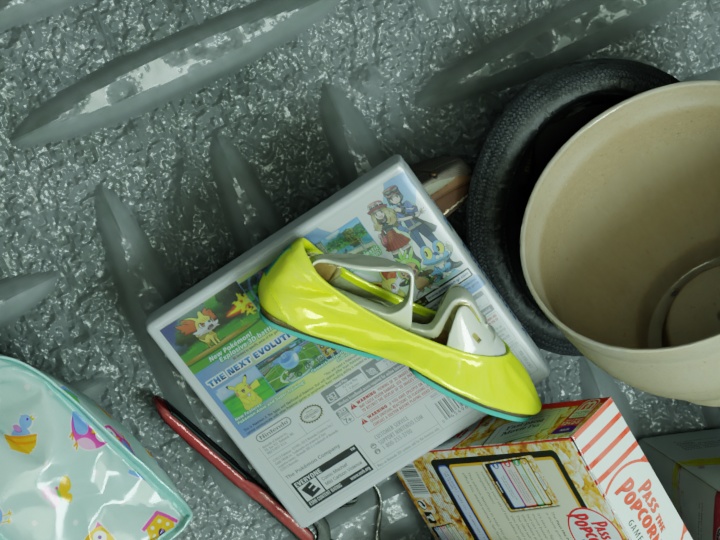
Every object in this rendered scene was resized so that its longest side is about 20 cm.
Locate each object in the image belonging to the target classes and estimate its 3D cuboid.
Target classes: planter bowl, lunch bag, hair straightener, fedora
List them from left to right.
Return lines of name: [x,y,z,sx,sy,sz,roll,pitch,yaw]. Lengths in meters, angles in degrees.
lunch bag: [-0.222,0.117,1.638,0.200,0.170,0.122,42,83,-15]
hair straightener: [-0.046,0.130,1.742,0.077,0.041,0.200,-45,105,0]
fedora: [0.149,-0.049,1.722,0.199,0.092,0.202,-3,108,-10]
planter bowl: [0.214,0.001,1.614,0.200,0.200,0.135,-37,138,-3]

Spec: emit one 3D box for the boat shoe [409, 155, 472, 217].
boat shoe: [0.000,0.000,1.715,0.200,0.076,0.072,-37,106,7]

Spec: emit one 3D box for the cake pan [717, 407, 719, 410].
cake pan: [0.297,0.028,1.710,0.037,0.200,0.201,35,92,-15]

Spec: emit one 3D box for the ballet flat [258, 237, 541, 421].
ballet flat: [0.033,0.033,1.627,0.199,0.067,0.067,22,109,-10]

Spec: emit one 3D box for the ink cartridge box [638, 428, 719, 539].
ink cartridge box: [0.284,0.196,1.739,0.144,0.200,0.146,-5,102,-13]

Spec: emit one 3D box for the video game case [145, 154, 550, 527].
video game case: [-0.007,0.049,1.679,0.200,0.022,0.183,-32,111,11]

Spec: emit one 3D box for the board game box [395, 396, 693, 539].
board game box: [0.122,0.164,1.703,0.046,0.200,0.152,-40,108,-33]
